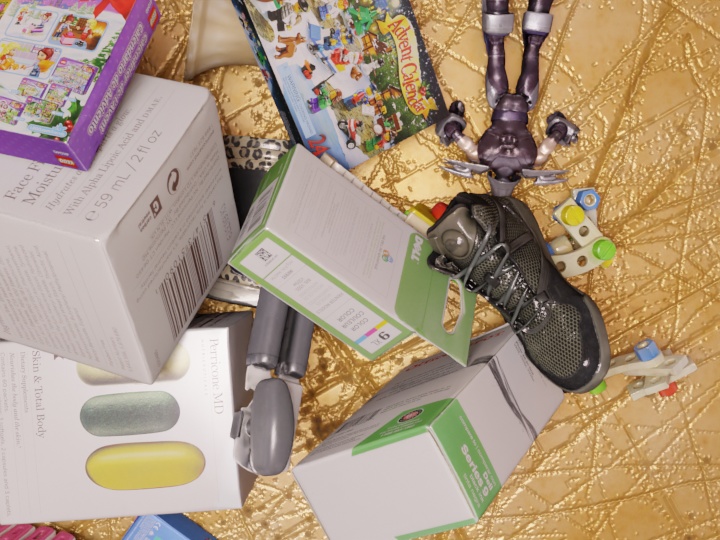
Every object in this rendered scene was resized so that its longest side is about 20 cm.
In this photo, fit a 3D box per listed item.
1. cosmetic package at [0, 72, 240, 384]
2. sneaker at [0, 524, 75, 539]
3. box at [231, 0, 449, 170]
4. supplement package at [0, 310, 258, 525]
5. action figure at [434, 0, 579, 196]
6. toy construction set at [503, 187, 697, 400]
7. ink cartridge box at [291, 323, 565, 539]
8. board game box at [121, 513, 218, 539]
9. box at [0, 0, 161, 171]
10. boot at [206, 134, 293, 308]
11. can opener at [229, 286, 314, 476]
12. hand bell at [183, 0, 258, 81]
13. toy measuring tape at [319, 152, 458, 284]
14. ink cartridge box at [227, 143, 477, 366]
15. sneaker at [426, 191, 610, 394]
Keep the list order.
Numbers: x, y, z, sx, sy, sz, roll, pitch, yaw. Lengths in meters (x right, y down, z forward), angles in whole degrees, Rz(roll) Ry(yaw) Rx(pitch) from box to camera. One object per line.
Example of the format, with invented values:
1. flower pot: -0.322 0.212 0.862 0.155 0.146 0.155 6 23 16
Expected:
1. cosmetic package: -0.222 -0.046 0.713 0.199 0.165 0.165 14 51 14
2. sneaker: -0.325 0.286 0.859 0.199 0.074 0.088 11 102 17
3. box: -0.019 -0.193 0.785 0.136 0.038 0.201 -29 113 -14
4. supplement package: -0.196 0.121 0.815 0.199 0.151 0.153 -4 92 1
5. action figure: 0.137 -0.153 0.838 0.129 0.069 0.201 4 97 -6
6. toy construction set: 0.204 0.036 0.837 0.131 0.092 0.201 -32 86 -5
7. ink cartridge box: 0.063 0.133 0.766 0.146 0.200 0.084 -26 95 37
8. board game box: -0.161 0.334 0.878 0.200 0.045 0.152 36 93 0
9. box: -0.257 -0.153 0.650 0.199 0.039 0.137 13 67 13
10. boot: -0.044 -0.037 0.844 0.202 0.073 0.155 7 90 0
11. can opener: -0.057 0.065 0.747 0.053 0.067 0.201 21 69 -31
12. hand bell: -0.054 -0.208 0.842 0.199 0.104 0.105 7 93 -12
13. toy measuring tape: 0.037 -0.046 0.828 0.200 0.074 0.074 34 93 -21
14. ink cartridge box: 0.000 0.000 0.754 0.200 0.104 0.059 35 132 -19
15. sneaker: 0.116 0.012 0.739 0.076 0.114 0.200 -50 48 34
